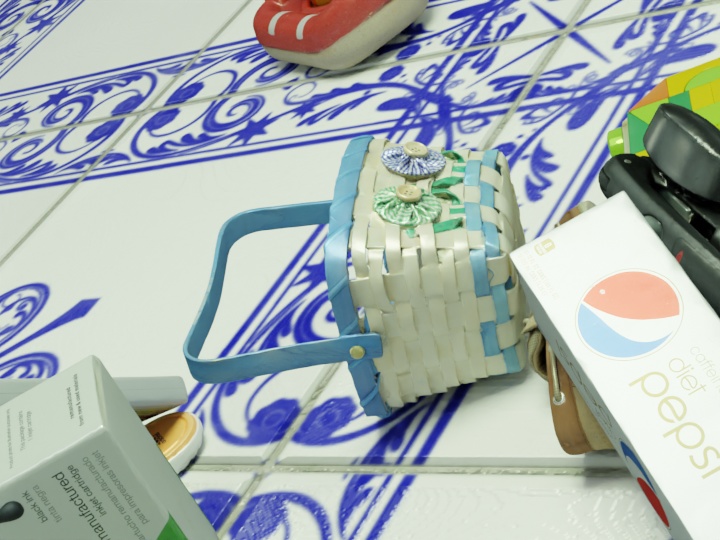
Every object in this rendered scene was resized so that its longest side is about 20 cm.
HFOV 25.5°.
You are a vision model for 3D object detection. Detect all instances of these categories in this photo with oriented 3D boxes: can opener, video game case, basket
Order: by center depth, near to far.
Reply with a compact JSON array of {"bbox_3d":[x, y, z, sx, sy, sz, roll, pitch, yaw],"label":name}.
[{"bbox_3d":[0.189,-0.011,0.856,0.063,0.079,0.201,-9,41,-15],"label":"can opener"},{"bbox_3d":[0.000,0.000,0.963,0.198,0.140,0.177,-12,31,11],"label":"basket"},{"bbox_3d":[-0.234,0.105,0.991,0.181,0.022,0.200,-24,-14,25],"label":"video game case"}]

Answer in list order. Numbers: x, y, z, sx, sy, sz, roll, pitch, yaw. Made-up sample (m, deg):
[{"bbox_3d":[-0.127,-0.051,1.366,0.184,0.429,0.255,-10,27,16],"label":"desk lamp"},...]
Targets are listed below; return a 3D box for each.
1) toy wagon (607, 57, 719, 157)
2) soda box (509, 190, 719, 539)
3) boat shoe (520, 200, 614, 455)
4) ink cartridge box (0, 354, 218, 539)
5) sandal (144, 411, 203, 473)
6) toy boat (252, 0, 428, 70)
[{"bbox_3d":[0.228,-0.072,0.975,0.154,0.040,0.201,-20,28,19],"label":"toy wagon"},{"bbox_3d":[0.145,0.059,0.731,0.068,0.064,0.201,-29,50,0],"label":"soda box"},{"bbox_3d":[0.121,0.028,0.875,0.071,0.076,0.200,-25,26,13],"label":"boat shoe"},{"bbox_3d":[-0.192,0.164,0.867,0.199,0.147,0.083,-30,28,1],"label":"ink cartridge box"},{"bbox_3d":[-0.196,0.139,1.005,0.206,0.059,0.079,-37,28,-15],"label":"sandal"},{"bbox_3d":[-0.030,-0.267,1.457,0.130,0.131,0.200,-40,29,-19],"label":"toy boat"}]
